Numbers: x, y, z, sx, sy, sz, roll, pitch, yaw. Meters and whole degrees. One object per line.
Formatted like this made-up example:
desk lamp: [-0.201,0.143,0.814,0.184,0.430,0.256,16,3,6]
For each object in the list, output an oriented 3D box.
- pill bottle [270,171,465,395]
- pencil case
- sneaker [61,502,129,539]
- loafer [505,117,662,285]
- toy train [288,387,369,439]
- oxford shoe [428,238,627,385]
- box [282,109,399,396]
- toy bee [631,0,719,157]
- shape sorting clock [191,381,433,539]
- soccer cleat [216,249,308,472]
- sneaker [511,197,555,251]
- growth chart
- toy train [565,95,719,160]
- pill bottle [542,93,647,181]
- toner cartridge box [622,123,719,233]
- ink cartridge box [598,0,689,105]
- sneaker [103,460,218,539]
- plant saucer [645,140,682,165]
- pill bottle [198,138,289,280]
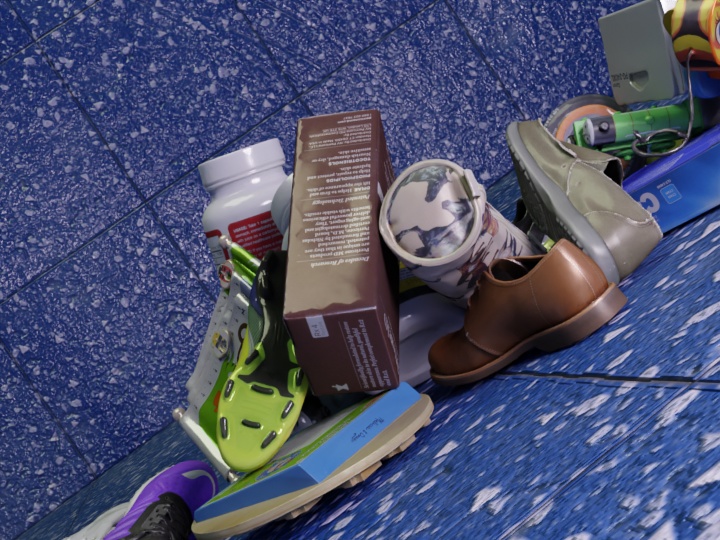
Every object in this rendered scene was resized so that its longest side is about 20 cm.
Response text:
pill bottle: [0.000,0.000,0.994,0.111,0.201,0.113,-22,-34,-16]
pencil case: [0.087,-0.018,0.867,0.089,0.078,0.200,-36,-28,12]
sneaker: [-0.268,0.280,1.073,0.199,0.075,0.099,-37,2,-31]
loafer: [0.170,-0.058,0.877,0.069,0.076,0.201,-24,41,0]
toy train: [-0.049,0.121,1.100,0.113,0.086,0.200,-23,8,29]
oxford shoe: [0.104,0.028,0.815,0.071,0.072,0.200,-39,2,-38]
box: [-0.011,-0.017,0.866,0.074,0.101,0.202,-5,51,10]
toy bee: [0.267,-0.172,0.807,0.129,0.110,0.200,-1,27,32]
shape sorting clock: [-0.034,0.144,0.834,0.198,0.040,0.200,-31,0,0]
soccer cleat: [-0.068,0.076,0.899,0.084,0.064,0.202,94,-176,-52]
sneaker: [0.114,-0.003,1.099,0.199,0.083,0.072,-36,2,-12]
growth chart: [-0.112,0.083,1.032,0.018,0.203,0.144,10,11,-43]
toy train: [0.268,-0.123,0.933,0.197,0.042,0.056,-11,-7,-3]
pill bottle: [0.224,-0.112,1.111,0.106,0.107,0.200,-35,-5,8]
toner cartridge box: [0.268,-0.079,0.872,0.095,0.043,0.199,-38,3,-41]
ink cartridge box: [0.322,-0.212,0.967,0.197,0.085,0.145,-18,7,-7]
sneaker: [-0.169,0.227,0.930,0.099,0.070,0.200,-23,15,46]
plant saucer: [0.359,-0.147,1.066,0.199,0.031,0.200,-36,3,2]
pill bottle: [-0.089,-0.020,1.118,0.111,0.203,0.112,-18,6,2]
